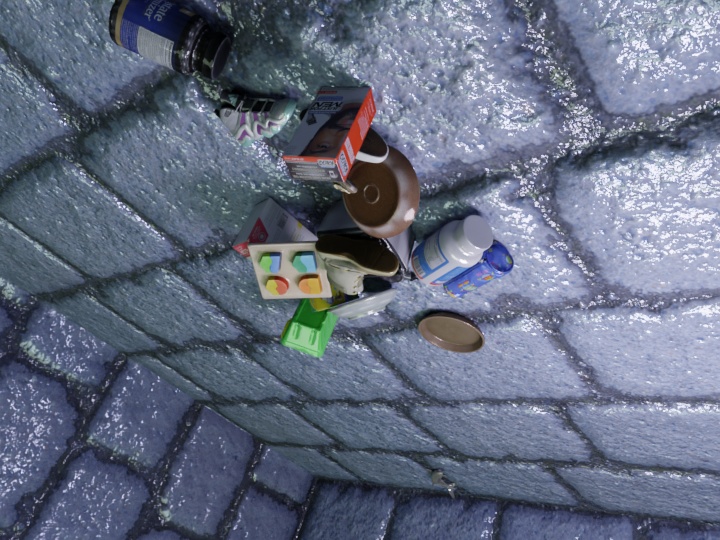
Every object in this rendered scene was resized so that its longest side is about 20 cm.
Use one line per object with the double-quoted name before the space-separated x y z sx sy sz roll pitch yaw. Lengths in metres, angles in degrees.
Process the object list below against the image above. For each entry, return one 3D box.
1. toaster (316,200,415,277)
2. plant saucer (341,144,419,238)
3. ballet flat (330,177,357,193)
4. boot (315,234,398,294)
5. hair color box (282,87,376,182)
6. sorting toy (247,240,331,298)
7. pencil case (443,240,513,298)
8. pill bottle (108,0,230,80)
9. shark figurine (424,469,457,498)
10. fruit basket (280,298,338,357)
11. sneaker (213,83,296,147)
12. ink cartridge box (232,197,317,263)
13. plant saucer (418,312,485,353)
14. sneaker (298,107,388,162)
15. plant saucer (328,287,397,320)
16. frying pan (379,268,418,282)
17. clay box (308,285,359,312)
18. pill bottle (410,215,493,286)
"toaster" 0.023 -0.076 1.439 0.199 0.119 0.181 -4 141 35
"plant saucer" 0.031 -0.164 1.265 0.200 0.037 0.201 10 107 35
"ballet flat" -0.077 -0.209 1.272 0.200 0.046 0.067 42 -178 35
"boot" 0.000 0.000 1.388 0.199 0.072 0.155 15 148 19
"hair color box" -0.054 -0.259 1.129 0.110 0.201 0.064 7 146 21
"sorting toy" -0.174 0.007 1.498 0.184 0.037 0.201 -2 134 8
"pencil case" 0.275 0.002 1.444 0.086 0.078 0.200 3 158 -30
"pill bottle" -0.351 -0.437 1.123 0.199 0.112 0.112 23 149 -4
"shark figurine" 0.384 1.052 2.970 0.128 0.090 0.215 -3 139 36
"fruit basket" -0.164 0.179 1.857 0.155 0.216 0.216 19 148 4
"sneaker" -0.234 -0.337 1.236 0.200 0.078 0.140 -16 134 44
"ink cartridge box" -0.211 -0.065 1.568 0.083 0.146 0.200 -17 132 45
"plant saucer" 0.269 0.181 1.769 0.199 0.030 0.200 15 148 9
"sneaker" -0.034 -0.265 1.242 0.199 0.073 0.085 28 153 11
"plant saucer" 0.012 0.098 1.657 0.200 0.200 0.050 -22 85 48
"frying pan" 0.108 0.016 1.619 0.190 0.031 0.115 31 149 -10
"clay box" -0.094 0.048 1.705 0.047 0.115 0.200 -11 173 -43
"pill bottle" 0.211 -0.047 1.379 0.112 0.113 0.200 31 147 -15
